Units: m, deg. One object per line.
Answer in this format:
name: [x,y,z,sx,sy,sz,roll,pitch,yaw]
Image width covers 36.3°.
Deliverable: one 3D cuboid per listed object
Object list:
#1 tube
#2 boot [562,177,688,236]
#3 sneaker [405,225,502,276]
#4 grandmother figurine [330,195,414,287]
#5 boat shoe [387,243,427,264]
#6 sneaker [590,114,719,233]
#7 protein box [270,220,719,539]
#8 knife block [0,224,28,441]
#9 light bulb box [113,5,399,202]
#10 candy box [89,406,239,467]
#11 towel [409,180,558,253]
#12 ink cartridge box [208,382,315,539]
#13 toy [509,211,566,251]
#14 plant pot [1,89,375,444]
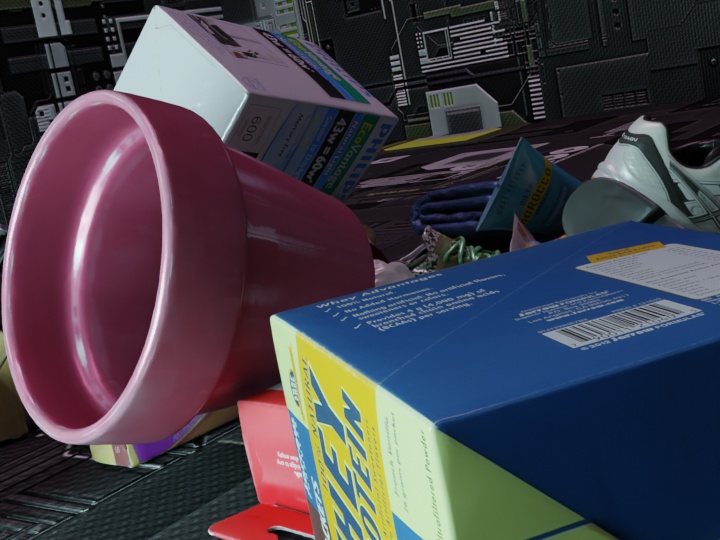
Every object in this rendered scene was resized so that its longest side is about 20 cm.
tube: [0.148,-0.061,0.913,0.050,0.078,0.200,25,9,27]
boot: [0.225,0.019,0.711,0.069,0.200,0.174,-45,-31,16]
sneaker: [0.083,0.002,0.909,0.199,0.089,0.077,-19,12,11]
grandmother figurine: [0.000,0.000,0.817,0.061,0.121,0.200,-53,16,7]
boat shoe: [0.009,0.012,0.989,0.199,0.063,0.073,-14,55,-34]
sneaker: [0.279,-0.054,0.863,0.199,0.088,0.076,22,15,-23]
protein box: [0.090,0.073,0.447,0.197,0.136,0.200,-14,11,-16]
knife block: [-0.334,0.056,0.867,0.199,0.177,0.064,-16,11,-26]
light bulb box: [-0.107,-0.089,0.905,0.125,0.199,0.199,45,26,26]
candy box: [-0.118,0.054,0.820,0.056,0.118,0.199,-1,14,44]
towel: [0.148,-0.044,1.068,0.111,0.049,0.199,-2,-9,44]
ink cartridge box: [0.015,0.090,0.624,0.199,0.068,0.116,-21,14,-41]
toy: [0.150,0.010,0.756,0.047,0.115,0.200,-35,4,10]
plant pot: [-0.097,0.004,0.678,0.178,0.202,0.199,7,-4,-43]
